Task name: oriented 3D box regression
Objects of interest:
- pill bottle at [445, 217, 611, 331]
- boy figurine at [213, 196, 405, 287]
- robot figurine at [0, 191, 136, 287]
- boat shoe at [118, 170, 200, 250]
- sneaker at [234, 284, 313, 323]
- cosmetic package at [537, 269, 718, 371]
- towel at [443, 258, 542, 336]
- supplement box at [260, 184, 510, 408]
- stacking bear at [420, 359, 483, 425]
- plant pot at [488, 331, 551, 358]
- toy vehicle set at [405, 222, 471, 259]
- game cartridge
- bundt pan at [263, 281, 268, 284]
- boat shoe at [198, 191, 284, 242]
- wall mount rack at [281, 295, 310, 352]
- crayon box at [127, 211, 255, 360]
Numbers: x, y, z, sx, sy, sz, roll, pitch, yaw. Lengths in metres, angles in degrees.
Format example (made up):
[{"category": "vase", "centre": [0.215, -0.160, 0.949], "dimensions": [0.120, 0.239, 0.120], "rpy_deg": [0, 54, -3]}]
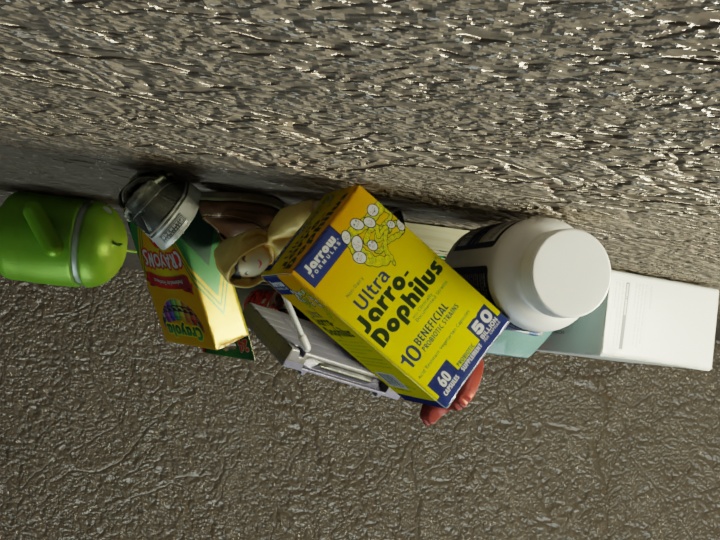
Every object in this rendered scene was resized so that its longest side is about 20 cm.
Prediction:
[{"category": "pill bottle", "centre": [0.165, 0.005, 1.108], "dimensions": [0.111, 0.112, 0.200], "rpy_deg": [8, 176, -15]}, {"category": "boy figurine", "centre": [-0.051, -0.024, 1.155], "dimensions": [0.199, 0.065, 0.125], "rpy_deg": [-3, 133, -9]}, {"category": "robot figurine", "centre": [-0.395, -0.039, 1.451], "dimensions": [0.199, 0.116, 0.175], "rpy_deg": [7, 177, 3]}, {"category": "boat shoe", "centre": [-0.199, -0.070, 1.094], "dimensions": [0.064, 0.071, 0.200], "rpy_deg": [41, 176, -13]}, {"category": "sneaker", "centre": [-0.117, 0.046, 1.555], "dimensions": [0.201, 0.067, 0.108], "rpy_deg": [21, 161, 25]}, {"category": "cosmetic package", "centre": [0.370, 0.070, 1.613], "dimensions": [0.199, 0.124, 0.199], "rpy_deg": [10, 175, -26]}, {"category": "towel", "centre": [0.132, 0.018, 1.371], "dimensions": [0.199, 0.024, 0.147], "rpy_deg": [8, -140, 5]}, {"category": "supplement box", "centre": [0.022, 0.026, 1.070], "dimensions": [0.200, 0.109, 0.109], "rpy_deg": [41, 166, -14]}, {"category": "stacking bear", "centre": [0.065, 0.106, 1.569], "dimensions": [0.200, 0.114, 0.121], "rpy_deg": [38, 142, -11]}, {"category": "plant pot", "centre": [0.191, 0.048, 1.529], "dimensions": [0.199, 0.135, 0.200], "rpy_deg": [7, 176, 1]}, {"category": "toy vehicle set", "centre": [0.078, -0.034, 1.323], "dimensions": [0.199, 0.027, 0.124], "rpy_deg": [7, 176, 0]}, {"category": "game cartridge", "centre": [-0.048, 0.104, 1.422], "dimensions": [0.200, 0.038, 0.130], "rpy_deg": [21, -171, -40]}, {"category": "bundt pan", "centre": [-0.175, -0.022, 1.544], "dimensions": [0.201, 0.076, 0.202], "rpy_deg": [4, 177, 0]}, {"category": "boat shoe", "centre": [-0.117, -0.044, 1.226], "dimensions": [0.072, 0.068, 0.200], "rpy_deg": [6, 176, 23]}, {"category": "wall mount rack", "centre": [-0.102, 0.011, 1.375], "dimensions": [0.173, 0.075, 0.200], "rpy_deg": [30, -159, 10]}, {"category": "crayon box", "centre": [-0.199, 0.017, 1.304], "dimensions": [0.051, 0.201, 0.127], "rpy_deg": [-25, -164, -34]}]
